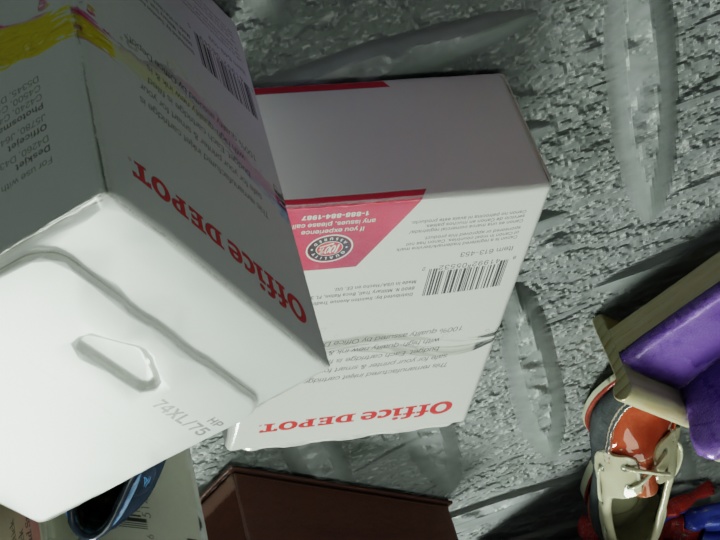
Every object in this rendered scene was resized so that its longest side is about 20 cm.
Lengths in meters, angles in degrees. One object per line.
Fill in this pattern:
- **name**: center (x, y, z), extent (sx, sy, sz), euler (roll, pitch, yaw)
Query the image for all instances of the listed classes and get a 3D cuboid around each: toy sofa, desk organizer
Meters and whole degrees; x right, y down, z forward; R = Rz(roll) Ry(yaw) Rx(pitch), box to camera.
- **toy sofa**: center (0.250, 0.026, 0.915), extent (0.083, 0.098, 0.200), euler (23, 129, -42)
- **desk organizer**: center (-0.020, 0.199, 1.043), extent (0.200, 0.077, 0.072), euler (15, 132, -36)

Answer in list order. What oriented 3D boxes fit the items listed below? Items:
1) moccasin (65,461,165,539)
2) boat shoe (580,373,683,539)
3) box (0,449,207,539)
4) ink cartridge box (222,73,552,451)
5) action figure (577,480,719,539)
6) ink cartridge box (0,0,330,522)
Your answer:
- **moccasin**: center (-0.113, 0.050, 0.766), extent (0.080, 0.068, 0.201), euler (8, 114, 0)
- **boat shoe**: center (0.196, 0.138, 1.067), extent (0.071, 0.063, 0.200), euler (-10, 142, -7)
- **box**: center (-0.189, 0.180, 0.906), extent (0.109, 0.128, 0.200), euler (13, 134, -34)
- **ink cartridge box**: center (0.000, 0.000, 0.788), extent (0.144, 0.085, 0.200), euler (-5, 141, -16)
- **action figure**: center (0.268, 0.202, 1.192), extent (0.199, 0.052, 0.066), euler (-1, 135, -14)
- **ink cartridge box**: center (-0.126, -0.035, 0.593), extent (0.146, 0.200, 0.147), euler (-29, 142, 15)
